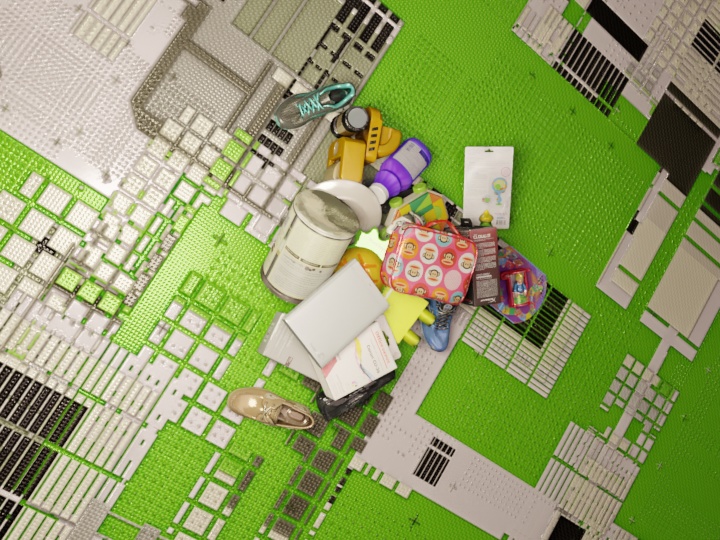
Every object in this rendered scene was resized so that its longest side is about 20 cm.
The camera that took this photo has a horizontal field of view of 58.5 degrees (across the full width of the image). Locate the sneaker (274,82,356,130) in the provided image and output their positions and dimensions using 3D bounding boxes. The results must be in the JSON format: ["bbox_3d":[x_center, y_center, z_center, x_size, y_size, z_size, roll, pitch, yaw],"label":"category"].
[{"bbox_3d":[-0.096,-0.374,1.425,0.199,0.091,0.078,-28,100,-16],"label":"sneaker"}]

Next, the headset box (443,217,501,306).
[{"bbox_3d":[0.261,-0.025,1.531,0.075,0.149,0.201,-7,98,-19],"label":"headset box"}]

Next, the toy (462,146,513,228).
[{"bbox_3d":[0.312,-0.205,1.591,0.115,0.047,0.201,1,103,5],"label":"toy"}]

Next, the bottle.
[{"bbox_3d":[0.087,-0.224,1.471,0.084,0.065,0.200,45,53,-7],"label":"bottle"}]

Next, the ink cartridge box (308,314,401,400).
[{"bbox_3d":[-0.001,0.185,1.411,0.199,0.067,0.117,-25,96,-20],"label":"ink cartridge box"}]

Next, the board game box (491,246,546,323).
[{"bbox_3d":[0.400,0.040,1.642,0.200,0.039,0.158,37,81,-16],"label":"board game box"}]

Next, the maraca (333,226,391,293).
[{"bbox_3d":[0.000,0.000,1.438,0.137,0.107,0.200,33,98,-2],"label":"maraca"}]

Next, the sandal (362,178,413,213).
[{"bbox_3d":[0.068,-0.167,1.521,0.200,0.048,0.076,7,89,-32],"label":"sandal"}]

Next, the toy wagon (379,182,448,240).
[{"bbox_3d":[0.115,-0.105,1.511,0.200,0.040,0.156,-32,122,-15],"label":"toy wagon"}]

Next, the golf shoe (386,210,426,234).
[{"bbox_3d":[0.125,-0.034,1.478,0.088,0.077,0.201,-26,107,-11],"label":"golf shoe"}]

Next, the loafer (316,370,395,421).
[{"bbox_3d":[-0.006,0.284,1.502,0.200,0.068,0.071,-25,108,-11],"label":"loafer"}]

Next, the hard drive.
[{"bbox_3d":[-0.048,0.088,1.349,0.200,0.026,0.132,-41,103,-19],"label":"hard drive"}]

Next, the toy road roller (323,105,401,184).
[{"bbox_3d":[0.007,-0.267,1.449,0.145,0.123,0.201,10,89,-19],"label":"toy road roller"}]

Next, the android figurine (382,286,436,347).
[{"bbox_3d":[0.074,0.086,1.510,0.200,0.041,0.182,35,88,1],"label":"android figurine"}]

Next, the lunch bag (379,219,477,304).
[{"bbox_3d":[0.153,-0.027,1.401,0.199,0.082,0.177,15,95,-22],"label":"lunch bag"}]

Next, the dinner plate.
[{"bbox_3d":[-0.051,-0.112,1.425,0.199,0.024,0.201,-4,133,-4],"label":"dinner plate"}]

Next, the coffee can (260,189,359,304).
[{"bbox_3d":[-0.109,-0.047,1.358,0.146,0.147,0.200,19,126,-19],"label":"coffee can"}]

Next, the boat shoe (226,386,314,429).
[{"bbox_3d":[-0.197,0.309,1.435,0.199,0.064,0.072,16,87,-19],"label":"boat shoe"}]

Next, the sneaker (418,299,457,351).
[{"bbox_3d":[0.189,0.097,1.546,0.078,0.089,0.201,-3,93,-18],"label":"sneaker"}]

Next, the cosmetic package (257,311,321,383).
[{"bbox_3d":[-0.118,0.181,1.446,0.199,0.090,0.107,27,80,-16],"label":"cosmetic package"}]
